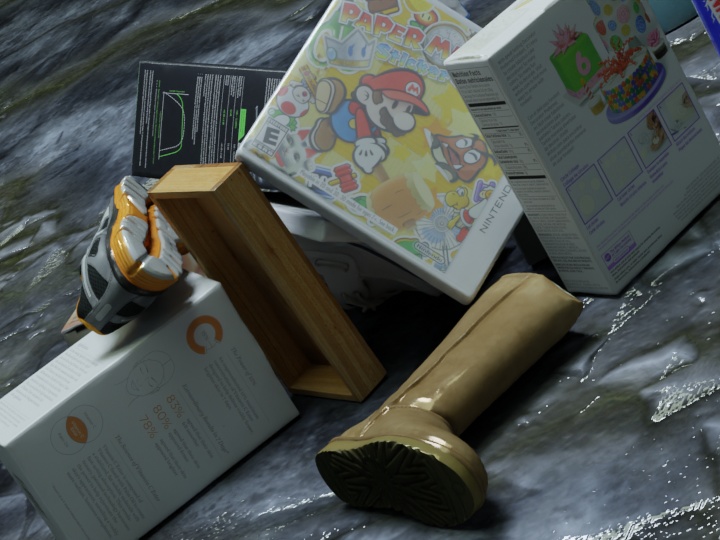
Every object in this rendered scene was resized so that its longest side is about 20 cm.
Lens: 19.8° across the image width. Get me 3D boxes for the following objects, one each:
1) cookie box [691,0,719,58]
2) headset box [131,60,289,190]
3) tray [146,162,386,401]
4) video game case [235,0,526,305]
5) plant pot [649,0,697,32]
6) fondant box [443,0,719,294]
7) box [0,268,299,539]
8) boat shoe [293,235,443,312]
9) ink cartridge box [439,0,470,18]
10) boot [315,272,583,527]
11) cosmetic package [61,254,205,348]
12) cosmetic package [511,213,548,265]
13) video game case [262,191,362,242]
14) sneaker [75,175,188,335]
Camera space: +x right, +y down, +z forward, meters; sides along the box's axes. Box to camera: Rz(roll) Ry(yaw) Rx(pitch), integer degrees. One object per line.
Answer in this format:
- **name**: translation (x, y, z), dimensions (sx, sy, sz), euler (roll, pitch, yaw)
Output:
- **cookie box**: translation (0.348, -0.252, 1.585), dimensions (0.199, 0.172, 0.075), euler (-24, 19, 18)
- **headset box**: translation (-0.049, -0.109, 1.620), dimensions (0.198, 0.094, 0.174), euler (7, 4, 31)
- **tray**: translation (-0.068, 0.009, 1.531), dimensions (0.037, 0.201, 0.098), euler (-46, 25, -25)
- **video game case**: translation (0.039, -0.103, 1.487), dimensions (0.183, 0.199, 0.023), euler (-58, -1, -16)
- **plant pot**: translation (0.242, -0.307, 1.899), dimensions (0.199, 0.135, 0.200), euler (-27, 22, 12)
- **fondant box**: translation (0.166, -0.106, 1.467), dimensions (0.144, 0.201, 0.058), euler (-41, 23, -26)
- **box**: translation (-0.168, 0.109, 1.551), dimensions (0.199, 0.125, 0.097), euler (-37, 20, -15)
- **boat shoe**: translation (0.000, 0.000, 1.649), dimensions (0.199, 0.072, 0.066), euler (18, 88, 42)
- **ink cartridge box**: translation (-0.004, -0.186, 1.876), dimensions (0.116, 0.068, 0.200), euler (-42, 5, -41)
- **boot**: translation (0.079, 0.076, 1.374), dimensions (0.200, 0.066, 0.175), euler (-41, 23, -26)
- **cosmetic package**: translation (-0.169, 0.018, 1.808), dimensions (0.103, 0.088, 0.200), euler (-21, 23, 27)
- **cosmetic package**: translation (0.128, -0.096, 1.631), dimensions (0.090, 0.107, 0.200), euler (-28, 23, 6)
- **video game case**: translation (-0.005, -0.041, 1.591), dimensions (0.199, 0.018, 0.143), euler (0, 11, -45)
- **sneaker**: translation (-0.177, -0.012, 1.568), dimensions (0.077, 0.078, 0.200), euler (-49, 8, 13)
